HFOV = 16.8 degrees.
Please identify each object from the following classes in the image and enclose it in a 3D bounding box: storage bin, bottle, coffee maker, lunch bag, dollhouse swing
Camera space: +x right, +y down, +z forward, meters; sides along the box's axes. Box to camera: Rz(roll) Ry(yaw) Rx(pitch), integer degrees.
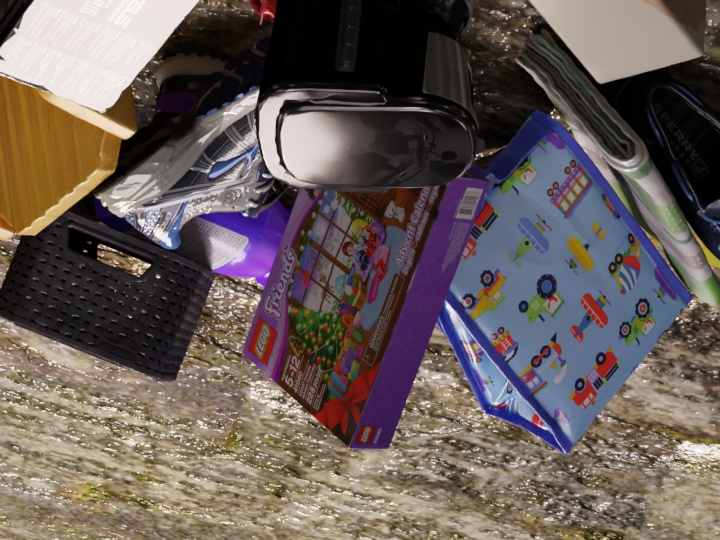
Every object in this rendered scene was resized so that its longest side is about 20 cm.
[{"bbox_3d":[-0.193,0.018,1.861,0.134,0.094,0.200,22,178,1],"label":"storage bin"},{"bbox_3d":[-0.103,-0.035,1.874,0.199,0.066,0.083,23,152,-26],"label":"bottle"},{"bbox_3d":[-0.013,-0.155,1.507,0.191,0.201,0.135,-8,147,25],"label":"coffee maker"},{"bbox_3d":[0.122,0.001,1.688,0.094,0.151,0.200,24,157,45],"label":"lunch bag"},{"bbox_3d":[-0.283,-0.133,1.652,0.175,0.183,0.200,2,159,-36],"label":"dollhouse swing"}]

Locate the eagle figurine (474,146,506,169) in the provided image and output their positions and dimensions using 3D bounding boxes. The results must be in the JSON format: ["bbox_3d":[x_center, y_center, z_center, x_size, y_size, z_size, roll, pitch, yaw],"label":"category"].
[{"bbox_3d":[0.039,-0.025,1.750,0.150,0.152,0.201,17,107,-4],"label":"eagle figurine"}]

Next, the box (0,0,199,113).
[{"bbox_3d":[-0.142,-0.219,1.461,0.086,0.165,0.200,19,148,-20],"label":"box"}]

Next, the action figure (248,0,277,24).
[{"bbox_3d":[-0.061,-0.188,1.606,0.198,0.052,0.065,15,-176,-10],"label":"action figure"}]

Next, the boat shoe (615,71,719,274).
[{"bbox_3d":[0.250,-0.052,1.674,0.200,0.084,0.069,40,177,-6],"label":"boat shoe"}]

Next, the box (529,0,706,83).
[{"bbox_3d":[0.137,-0.210,1.488,0.077,0.096,0.200,-12,147,29],"label":"box"}]

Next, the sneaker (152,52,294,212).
[{"bbox_3d":[-0.055,-0.084,1.740,0.198,0.100,0.070,10,152,-8],"label":"sneaker"}]

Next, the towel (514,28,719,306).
[{"bbox_3d":[0.181,-0.066,1.693,0.031,0.150,0.200,-36,141,1],"label":"towel"}]

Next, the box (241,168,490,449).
[{"bbox_3d":[0.000,0.000,1.631,0.039,0.201,0.137,5,-157,-40],"label":"box"}]

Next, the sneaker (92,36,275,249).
[{"bbox_3d":[-0.083,-0.087,1.662,0.199,0.077,0.085,-33,115,15],"label":"sneaker"}]

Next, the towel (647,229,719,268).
[{"bbox_3d":[0.295,-0.022,1.865,0.199,0.018,0.086,18,154,-20],"label":"towel"}]
